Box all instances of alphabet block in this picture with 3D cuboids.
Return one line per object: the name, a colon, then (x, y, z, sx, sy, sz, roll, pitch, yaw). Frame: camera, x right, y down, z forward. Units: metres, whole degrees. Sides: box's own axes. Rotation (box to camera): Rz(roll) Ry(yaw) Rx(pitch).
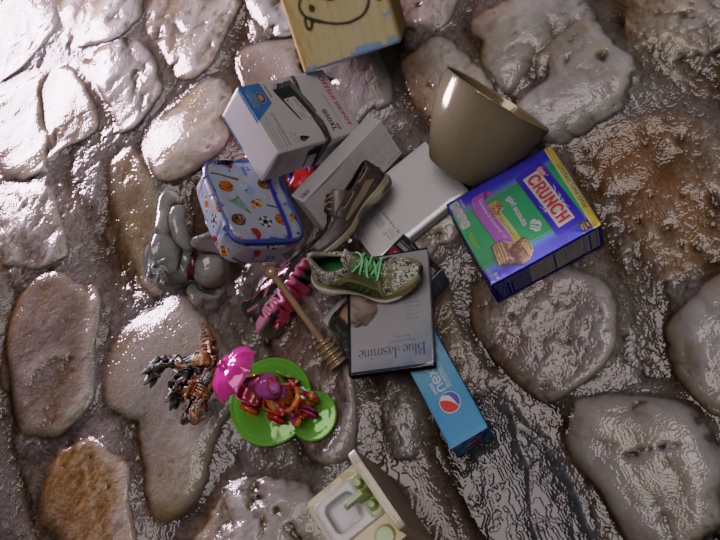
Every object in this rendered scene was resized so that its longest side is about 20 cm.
alphabet block: (-0.035, -0.499, 1.639, 0.192, 0.203, 0.197, -16, 22, 10)

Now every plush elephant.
plush elephant: (-0.298, -0.023, 1.605, 0.201, 0.152, 0.167, -108, 35, -58)

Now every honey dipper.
honey dipper: (-0.093, 0.074, 1.505, 0.038, 0.038, 0.201, -35, 88, 0)

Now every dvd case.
dvd case: (0.046, 0.067, 1.449, 0.140, 0.018, 0.203, -9, 64, 15)

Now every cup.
cup: (0.192, -0.226, 1.515, 0.200, 0.199, 0.144, 41, 110, 27)

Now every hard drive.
hard drive: (0.075, -0.116, 1.583, 0.199, 0.027, 0.132, -39, 62, 0)

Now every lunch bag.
lunch bag: (-0.187, -0.108, 1.553, 0.158, 0.076, 0.202, -4, 55, -30)

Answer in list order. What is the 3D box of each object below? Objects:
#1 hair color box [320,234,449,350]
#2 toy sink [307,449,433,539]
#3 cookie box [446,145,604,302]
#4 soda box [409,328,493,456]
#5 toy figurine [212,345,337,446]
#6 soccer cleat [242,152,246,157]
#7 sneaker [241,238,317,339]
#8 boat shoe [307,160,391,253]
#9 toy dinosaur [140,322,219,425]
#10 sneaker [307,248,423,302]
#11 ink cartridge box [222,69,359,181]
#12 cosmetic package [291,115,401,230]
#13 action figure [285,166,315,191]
hair color box: (0.041, 0.050, 1.505, 0.200, 0.061, 0.099, -46, 62, -4)
toy sink: (0.009, 0.361, 1.308, 0.112, 0.200, 0.131, -38, 63, -1)
cookie box: (0.266, -0.076, 1.476, 0.198, 0.075, 0.173, -29, 62, 4)
soda box: (0.128, 0.182, 1.420, 0.067, 0.064, 0.202, -30, 62, 4)
toy figurine: (-0.152, 0.193, 1.438, 0.197, 0.184, 0.152, 16, 74, 22)
soccer cleat: (-0.188, -0.196, 1.689, 0.075, 0.067, 0.203, 15, 65, -9)
sneaker: (-0.133, 0.017, 1.575, 0.095, 0.079, 0.201, 33, 80, 38)
boat shoe: (-0.031, -0.105, 1.537, 0.073, 0.074, 0.201, 44, 67, -11)
toy dinosaur: (-0.279, 0.178, 1.535, 0.134, 0.103, 0.201, -16, 22, 20)
sneaker: (0.000, 0.000, 1.435, 0.197, 0.089, 0.078, -1, 65, 20)
ink cartridge box: (-0.118, -0.259, 1.598, 0.198, 0.084, 0.146, -23, 74, -39)
cosmetic package: (-0.023, -0.169, 1.591, 0.200, 0.083, 0.050, -47, 35, -11)
action figure: (-0.115, -0.212, 1.672, 0.065, 0.052, 0.203, -21, 68, 14)
